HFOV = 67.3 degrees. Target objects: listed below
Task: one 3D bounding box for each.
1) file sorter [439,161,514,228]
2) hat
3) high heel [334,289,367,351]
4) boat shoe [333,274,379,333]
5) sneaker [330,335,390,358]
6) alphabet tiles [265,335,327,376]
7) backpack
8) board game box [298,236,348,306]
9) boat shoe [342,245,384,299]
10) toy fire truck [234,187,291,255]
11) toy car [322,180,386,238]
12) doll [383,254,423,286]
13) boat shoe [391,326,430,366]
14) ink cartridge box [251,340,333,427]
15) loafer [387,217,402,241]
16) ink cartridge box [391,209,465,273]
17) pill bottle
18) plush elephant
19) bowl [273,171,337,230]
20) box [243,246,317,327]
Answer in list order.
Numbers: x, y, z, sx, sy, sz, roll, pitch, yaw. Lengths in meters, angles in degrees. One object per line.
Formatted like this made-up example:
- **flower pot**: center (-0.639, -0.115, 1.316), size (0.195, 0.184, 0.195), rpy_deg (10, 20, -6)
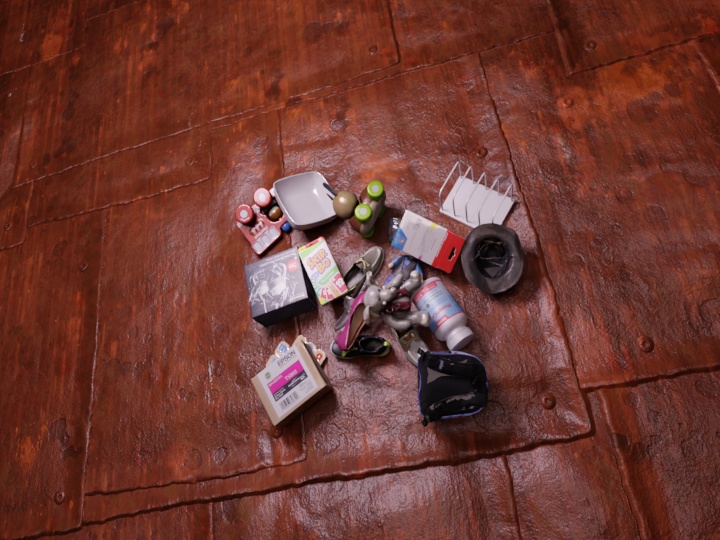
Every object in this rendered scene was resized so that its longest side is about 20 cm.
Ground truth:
- **file sorter**: center (0.354, -0.223, 1.657), size (0.197, 0.125, 0.141), rpy_deg (29, 78, 24)
- **hat**: center (0.386, -0.031, 1.592), size (0.194, 0.081, 0.208), rpy_deg (-2, 82, 12)
- **high heel**: center (-0.001, 0.146, 1.580), size (0.204, 0.067, 0.096), rpy_deg (-60, 21, -6)
- **boat shoe**: center (-0.022, 0.101, 1.656), size (0.065, 0.072, 0.201), rpy_deg (42, 85, -18)
- **sneaker**: center (-0.003, 0.217, 1.611), size (0.193, 0.083, 0.074), rpy_deg (-5, 67, 14)
- **alphabet tiles**: center (-0.199, 0.312, 1.669), size (0.197, 0.015, 0.198), rpy_deg (31, 83, 25)
- **backpack**: center (0.251, 0.307, 1.460), size (0.184, 0.154, 0.208), rpy_deg (-2, 88, 15)
- **board game box**: center (-0.118, -0.001, 1.677), size (0.093, 0.030, 0.204), rpy_deg (-26, 72, -2)
- **boat shoe**: center (0.002, 0.002, 1.706), size (0.071, 0.060, 0.203), rpy_deg (36, 82, 25)
- **toy fire truck**: center (-0.325, -0.176, 1.858), size (0.199, 0.112, 0.169), rpy_deg (-41, 89, -3)
- **toy car**: center (-0.029, -0.222, 1.725), size (0.196, 0.165, 0.161), rpy_deg (27, 77, 12)
- **doll**: center (0.135, 0.013, 1.670), size (0.134, 0.049, 0.203), rpy_deg (21, 70, 31)
- **boat shoe**: center (0.140, 0.202, 1.583), size (0.074, 0.069, 0.201), rpy_deg (-38, 64, -1)
- **ink cartridge box**: center (-0.205, 0.338, 1.613), size (0.198, 0.075, 0.166), rpy_deg (-38, 66, 2)
- **loafer**: center (0.177, -0.113, 1.703), size (0.194, 0.072, 0.075), rpy_deg (10, 86, 24)
- **ink cartridge box**: center (0.205, -0.087, 1.624), size (0.196, 0.067, 0.119), rpy_deg (27, 98, 9)
- **pill bottle**: center (0.239, 0.129, 1.561), size (0.107, 0.109, 0.202), rpy_deg (-34, 64, 0)
- **plush elephant**: center (0.077, 0.083, 1.513), size (0.196, 0.153, 0.170), rpy_deg (-19, 64, 31)
- **bowl**: center (-0.181, -0.222, 1.808), size (0.195, 0.075, 0.203), rpy_deg (-20, 63, -27)
- **box**: center (-0.256, 0.053, 1.737), size (0.194, 0.104, 0.187), rpy_deg (-20, 66, 8)
